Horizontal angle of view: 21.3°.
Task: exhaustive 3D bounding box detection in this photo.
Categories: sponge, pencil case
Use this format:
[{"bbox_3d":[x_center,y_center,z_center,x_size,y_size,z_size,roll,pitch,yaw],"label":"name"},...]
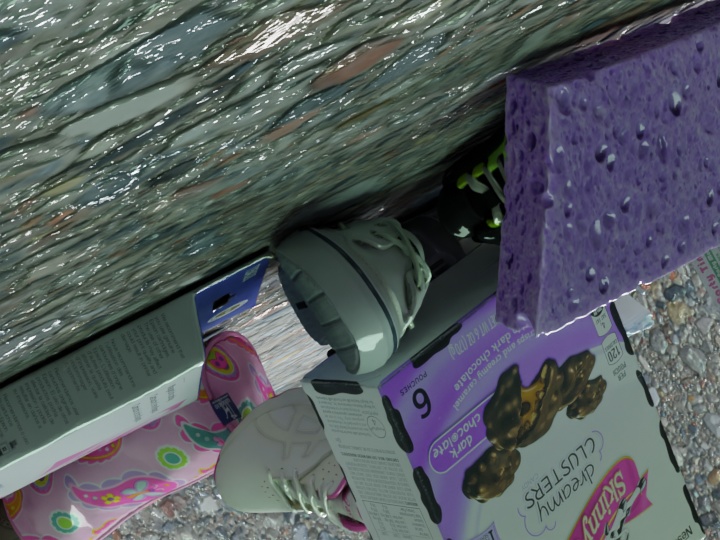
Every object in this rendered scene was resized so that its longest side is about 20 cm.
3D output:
[{"bbox_3d":[0.133,-0.054,0.859,0.030,0.113,0.199,20,-149,40],"label":"sponge"},{"bbox_3d":[-0.141,0.117,1.243,0.199,0.088,0.087,-29,175,26],"label":"pencil case"}]

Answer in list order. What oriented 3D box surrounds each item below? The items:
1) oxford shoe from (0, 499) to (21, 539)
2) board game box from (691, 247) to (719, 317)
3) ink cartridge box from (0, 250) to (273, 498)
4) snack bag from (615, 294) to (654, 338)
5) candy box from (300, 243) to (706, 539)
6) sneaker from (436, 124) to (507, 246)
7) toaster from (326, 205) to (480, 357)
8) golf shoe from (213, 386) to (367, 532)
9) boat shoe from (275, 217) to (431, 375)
[{"bbox_3d":[-0.283,0.197,1.351,0.199,0.073,0.071,-30,176,24],"label":"oxford shoe"},{"bbox_3d":[0.272,-0.078,1.139,0.199,0.149,0.064,-30,177,32],"label":"board game box"},{"bbox_3d":[-0.130,0.065,1.006,0.198,0.044,0.196,-26,175,-8],"label":"ink cartridge box"},{"bbox_3d":[0.077,0.029,1.307,0.187,0.022,0.200,-26,-149,-8],"label":"snack bag"},{"bbox_3d":[0.082,0.103,1.026,0.167,0.202,0.071,-36,-159,-33],"label":"candy box"},{"bbox_3d":[0.080,-0.035,0.951,0.082,0.072,0.200,-27,175,2],"label":"sneaker"},{"bbox_3d":[0.071,0.014,1.180,0.128,0.114,0.200,-28,174,-29],"label":"toaster"},{"bbox_3d":[-0.014,0.114,1.114,0.199,0.075,0.092,-22,-149,33],"label":"golf shoe"},{"bbox_3d":[0.000,0.000,0.942,0.066,0.074,0.200,-32,-171,-6],"label":"boat shoe"}]
